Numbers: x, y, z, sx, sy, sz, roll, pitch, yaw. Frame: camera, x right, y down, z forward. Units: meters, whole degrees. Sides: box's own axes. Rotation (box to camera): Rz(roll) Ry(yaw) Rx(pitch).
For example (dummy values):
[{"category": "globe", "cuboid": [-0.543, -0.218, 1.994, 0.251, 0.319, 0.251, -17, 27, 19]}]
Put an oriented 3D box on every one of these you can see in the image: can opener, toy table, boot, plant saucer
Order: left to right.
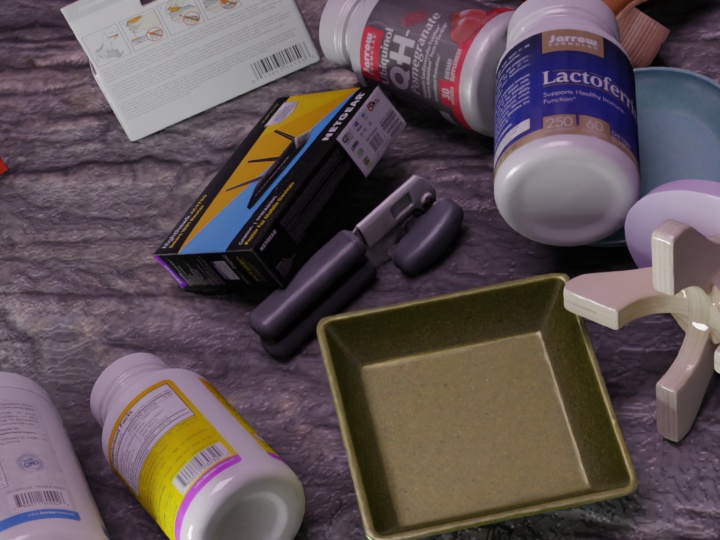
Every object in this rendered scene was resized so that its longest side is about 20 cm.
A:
[{"category": "can opener", "cuboid": [0.000, 0.000, 1.771, 0.200, 0.053, 0.067, -43, 45, -16]}, {"category": "plant saucer", "cuboid": [0.083, 0.110, 1.582, 0.199, 0.048, 0.200, -11, 54, -6]}, {"category": "boot", "cuboid": [0.221, -0.281, 1.863, 0.154, 0.074, 0.200, 33, 63, -4]}, {"category": "plant saucer", "cuboid": [0.223, -0.086, 1.762, 0.199, 0.036, 0.200, -14, 45, 14]}, {"category": "toy table", "cuboid": [0.252, 0.022, 1.562, 0.200, 0.184, 0.117, 12, 38, 43]}]

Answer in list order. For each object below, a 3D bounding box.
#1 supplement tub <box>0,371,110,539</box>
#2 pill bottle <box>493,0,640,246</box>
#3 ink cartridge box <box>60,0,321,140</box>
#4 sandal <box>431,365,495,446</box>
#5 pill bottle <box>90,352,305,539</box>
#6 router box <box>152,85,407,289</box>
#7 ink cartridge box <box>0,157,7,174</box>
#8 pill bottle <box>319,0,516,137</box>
[{"category": "supplement tub", "cuboid": [-0.272, 0.188, 1.661, 0.132, 0.132, 0.200, -28, 42, -3]}, {"category": "pill bottle", "cuboid": [0.165, -0.127, 1.718, 0.115, 0.116, 0.200, -11, 45, 15]}, {"category": "ink cartridge box", "cuboid": [-0.158, -0.227, 1.971, 0.199, 0.174, 0.044, -23, 43, 3]}, {"category": "sandal", "cuboid": [0.048, 0.116, 1.644, 0.082, 0.055, 0.200, -38, 60, -19]}, {"category": "pill bottle", "cuboid": [-0.134, 0.145, 1.658, 0.104, 0.104, 0.200, -36, 44, -11]}, {"category": "router box", "cuboid": [-0.070, -0.070, 1.839, 0.149, 0.051, 0.200, -3, 44, 51]}, {"category": "ink cartridge box", "cuboid": [-0.424, -0.063, 1.986, 0.200, 0.109, 0.050, -35, 44, -10]}, {"category": "pill bottle", "cuboid": [0.062, -0.195, 1.886, 0.200, 0.111, 0.111, 23, 61, 39]}]
